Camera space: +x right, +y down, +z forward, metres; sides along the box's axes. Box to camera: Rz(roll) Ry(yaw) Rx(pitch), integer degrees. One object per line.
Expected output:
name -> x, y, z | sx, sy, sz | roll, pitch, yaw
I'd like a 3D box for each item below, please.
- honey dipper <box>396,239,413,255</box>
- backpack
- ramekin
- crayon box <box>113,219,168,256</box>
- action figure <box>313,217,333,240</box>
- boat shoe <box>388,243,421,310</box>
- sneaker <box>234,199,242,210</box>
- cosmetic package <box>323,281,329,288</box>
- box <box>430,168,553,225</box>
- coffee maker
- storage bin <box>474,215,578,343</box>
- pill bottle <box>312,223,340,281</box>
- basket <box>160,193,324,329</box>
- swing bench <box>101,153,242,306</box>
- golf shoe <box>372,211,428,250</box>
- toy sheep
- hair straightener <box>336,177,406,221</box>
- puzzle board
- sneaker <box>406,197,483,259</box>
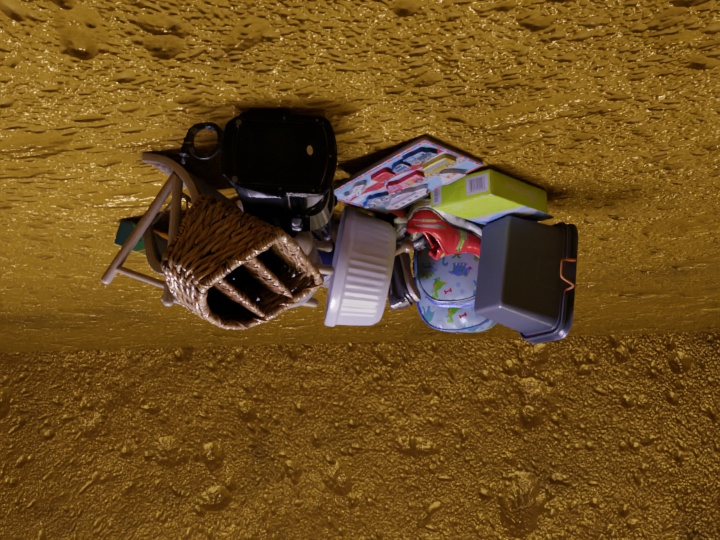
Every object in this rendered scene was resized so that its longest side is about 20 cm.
honey dipper -> 0.035, -0.017, 1.500 | 0.037, 0.039, 0.199 | 7, 161, -33
backpack -> 0.185, 0.016, 1.569 | 0.180, 0.204, 0.147 | -4, 173, 17
ramekin -> 0.000, 0.000, 1.386 | 0.093, 0.206, 0.202 | 11, 167, -4
crayon box -> -0.339, -0.036, 1.511 | 0.198, 0.052, 0.126 | 19, 180, 33
action figure -> -0.112, -0.111, 1.304 | 0.128, 0.071, 0.200 | 4, 167, 25
boat shoe -> 0.065, -0.005, 1.550 | 0.056, 0.201, 0.067 | -27, 128, 13
sneaker -> -0.232, -0.082, 1.425 | 0.106, 0.068, 0.201 | -1, 171, -13
cosmetic package -> -0.043, -0.013, 1.715 | 0.102, 0.089, 0.199 | -6, 167, 28
box -> 0.220, -0.114, 1.358 | 0.121, 0.049, 0.198 | -10, 166, 40
coffee maker -> -0.124, -0.133, 1.113 | 0.190, 0.136, 0.200 | 26, 167, 2
storage bin -> 0.275, 0.006, 1.376 | 0.132, 0.203, 0.145 | 15, 163, -24
pill bottle -> -0.102, -0.024, 1.503 | 0.110, 0.113, 0.199 | -13, -173, 45
basket -> -0.161, 0.013, 1.128 | 0.147, 0.144, 0.200 | 24, 167, 20
swing bench -> -0.260, -0.045, 1.241 | 0.128, 0.203, 0.199 | 17, 174, 18
golf shoe -> 0.038, -0.076, 1.508 | 0.094, 0.079, 0.198 | 31, 151, -33
toy sheep -> -0.121, 0.001, 1.334 | 0.136, 0.139, 0.201 | 4, 138, -22
hair straightener -> -0.004, -0.114, 1.347 | 0.076, 0.042, 0.199 | -7, 170, 32
puzzle board -> 0.066, -0.135, 1.240 | 0.198, 0.018, 0.150 | -24, 156, 37
sneaker -> 0.156, -0.053, 1.436 | 0.198, 0.086, 0.077 | 29, 177, -26
